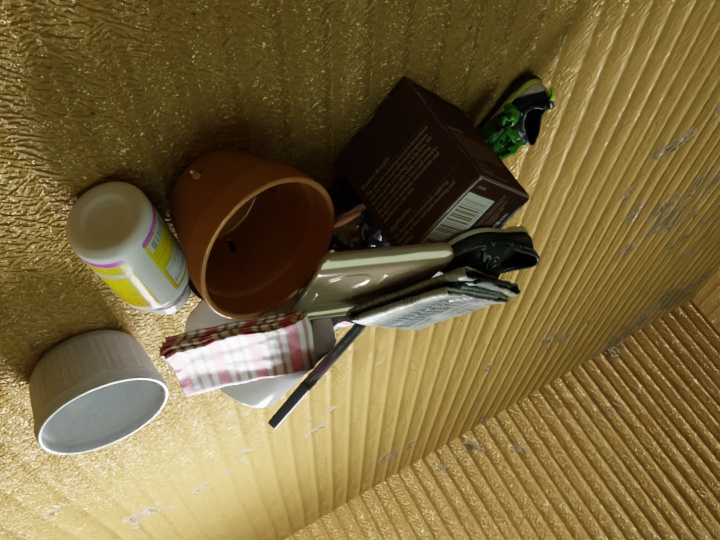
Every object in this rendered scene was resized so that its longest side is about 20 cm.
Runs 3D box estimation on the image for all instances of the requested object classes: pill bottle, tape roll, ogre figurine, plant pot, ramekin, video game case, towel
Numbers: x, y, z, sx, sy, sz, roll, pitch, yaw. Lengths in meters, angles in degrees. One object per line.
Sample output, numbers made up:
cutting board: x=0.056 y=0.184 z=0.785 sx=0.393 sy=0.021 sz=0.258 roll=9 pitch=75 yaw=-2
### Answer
pill bottle: x=-0.281 y=-0.017 z=0.893 sx=0.103 sy=0.105 sz=0.201 roll=-29 pitch=153 yaw=-8
tape roll: x=-0.156 y=0.092 z=1.106 sx=0.139 sy=0.204 sz=0.202 roll=-42 pitch=152 yaw=19
ogre figurine: x=0.193 y=-0.159 z=1.127 sx=0.096 sy=0.119 sz=0.204 roll=-8 pitch=101 yaw=-24
plant pot: x=-0.151 y=-0.060 z=0.894 sx=0.199 sy=0.140 sz=0.202 roll=-32 pitch=143 yaw=-27
ramekin: x=-0.406 y=0.181 z=1.080 sx=0.198 sy=0.106 sz=0.201 roll=-26 pitch=152 yaw=-14
video game case: x=-0.050 y=0.139 z=1.049 sx=0.200 sy=0.019 sz=0.143 roll=-44 pitch=174 yaw=-43
towel: x=0.110 y=0.050 z=1.000 sx=0.198 sy=0.035 sz=0.191 roll=-23 pitch=159 yaw=31
towel: x=-0.158 y=0.118 z=0.953 sx=0.196 sy=0.030 sz=0.147 roll=-11 pitch=147 yaw=-4

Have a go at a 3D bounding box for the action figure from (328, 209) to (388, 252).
action figure: x=-0.036 y=-0.012 z=1.041 sx=0.199 sy=0.103 sz=0.119 roll=-30 pitch=175 yaw=-36

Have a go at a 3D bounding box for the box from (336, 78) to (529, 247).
box: x=0.105 y=-0.133 z=1.028 sx=0.166 sy=0.202 sz=0.163 roll=-45 pitch=151 yaw=25

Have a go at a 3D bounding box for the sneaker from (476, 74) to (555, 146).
sneaker: x=0.248 y=-0.227 z=1.166 sx=0.071 sy=0.083 sz=0.201 roll=-10 pitch=145 yaw=-37

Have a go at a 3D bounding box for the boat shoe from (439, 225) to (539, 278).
boat shoe: x=0.187 y=-0.015 z=1.017 sx=0.197 sy=0.067 sz=0.075 roll=-7 pitch=145 yaw=-42

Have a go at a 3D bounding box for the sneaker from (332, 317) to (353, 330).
sneaker: x=-0.012 y=0.066 z=1.332 sx=0.081 sy=0.071 sz=0.198 roll=-21 pitch=-179 yaw=-42

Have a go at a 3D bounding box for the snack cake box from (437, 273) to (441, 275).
snack cake box: x=0.126 y=-0.008 z=1.238 sx=0.114 sy=0.068 sz=0.201 roll=-32 pitch=154 yaw=-9

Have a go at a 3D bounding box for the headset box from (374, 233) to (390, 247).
headset box: x=0.108 y=-0.088 z=1.246 sx=0.197 sy=0.078 sz=0.150 roll=-15 pitch=148 yaw=-31

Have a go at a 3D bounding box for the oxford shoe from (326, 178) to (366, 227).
oxford shoe: x=-0.063 y=-0.083 z=1.072 sx=0.197 sy=0.072 sz=0.072 roll=-18 pitch=154 yaw=-32

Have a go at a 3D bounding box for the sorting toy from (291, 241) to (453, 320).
sorting toy: x=0.009 y=0.012 z=0.949 sx=0.182 sy=0.037 sz=0.200 roll=-6 pitch=159 yaw=-19

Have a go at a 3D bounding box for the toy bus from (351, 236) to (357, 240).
toy bus: x=-0.063 y=0.029 z=1.244 sx=0.199 sy=0.079 sz=0.065 roll=-36 pitch=154 yaw=4

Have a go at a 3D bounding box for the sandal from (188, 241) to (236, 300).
sandal: x=-0.178 y=-0.010 z=1.002 sx=0.200 sy=0.075 sz=0.048 roll=-44 pitch=169 yaw=-53
